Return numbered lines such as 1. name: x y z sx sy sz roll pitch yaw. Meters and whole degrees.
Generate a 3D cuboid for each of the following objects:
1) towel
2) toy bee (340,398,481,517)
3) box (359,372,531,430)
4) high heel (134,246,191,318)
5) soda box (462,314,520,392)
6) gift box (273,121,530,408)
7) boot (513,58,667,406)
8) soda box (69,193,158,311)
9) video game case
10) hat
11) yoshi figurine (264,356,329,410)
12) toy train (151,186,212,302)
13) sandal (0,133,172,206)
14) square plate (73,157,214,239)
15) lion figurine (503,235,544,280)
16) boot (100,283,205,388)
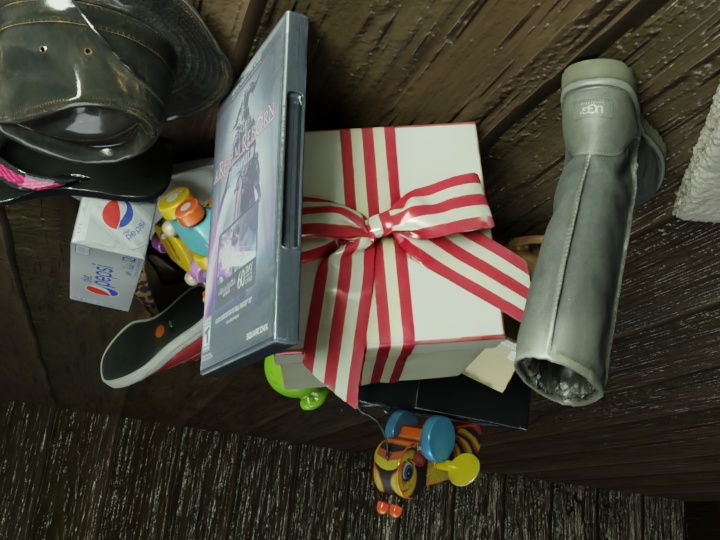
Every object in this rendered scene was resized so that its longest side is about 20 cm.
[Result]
1. towel: 0.297 -0.079 0.555 0.130 0.035 0.200 4 162 12
2. toy bee: 0.048 0.201 0.849 0.198 0.110 0.131 15 169 -25
3. box: 0.091 0.136 0.955 0.139 0.080 0.200 11 169 -18
4. high heel: -0.216 0.029 0.977 0.198 0.072 0.142 27 160 -26
5. soda box: 0.061 0.031 0.757 0.198 0.068 0.065 24 128 8
6. gift box: 0.018 0.006 0.618 0.182 0.203 0.187 -9 162 -6
7. boot: 0.157 -0.011 0.536 0.072 0.203 0.181 -5 159 31
8. soda box: -0.235 -0.021 0.760 0.063 0.069 0.200 13 161 -16
9. video game case: -0.070 -0.042 0.522 0.019 0.203 0.143 7 163 -26
10. hat: -0.186 -0.118 0.527 0.197 0.082 0.201 6 162 2
11. yoshi figurine: -0.046 0.079 0.817 0.112 0.113 0.200 31 -178 2
12. toy train: -0.117 -0.006 0.719 0.150 0.056 0.200 44 158 2
13. sandal: -0.252 -0.092 0.648 0.197 0.076 0.045 0 164 -5
14. square plate: -0.141 -0.056 0.777 0.197 0.029 0.198 -4 159 29
15. lion figurine: 0.164 0.020 0.792 0.121 0.073 0.202 13 128 17
16. boot: -0.210 0.100 1.000 0.198 0.073 0.144 -29 147 20
